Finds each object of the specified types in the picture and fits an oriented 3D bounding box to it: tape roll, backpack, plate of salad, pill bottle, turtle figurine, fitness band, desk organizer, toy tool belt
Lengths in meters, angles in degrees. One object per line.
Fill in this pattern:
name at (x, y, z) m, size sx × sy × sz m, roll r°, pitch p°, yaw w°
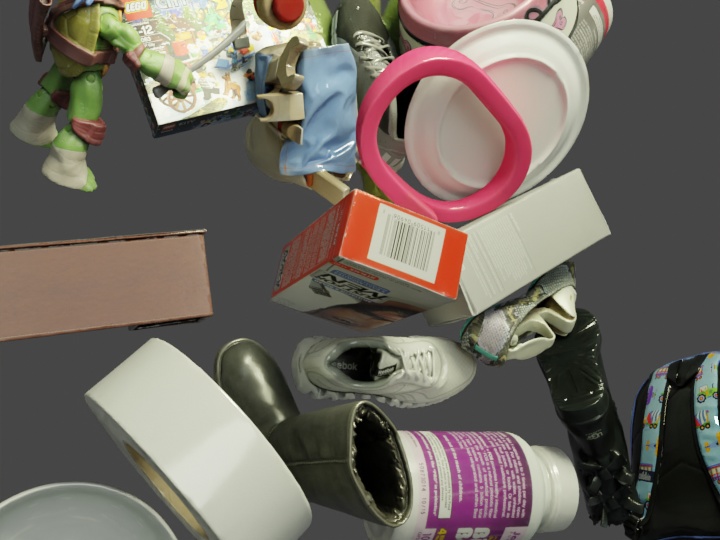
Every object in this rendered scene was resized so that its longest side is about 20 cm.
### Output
tape roll at (-0.130, 0.154, 0.642) m, size 0.071 × 0.202 × 0.203 m, roll -41°, pitch 95°, yaw -25°
backpack at (0.384, 0.200, 0.864) m, size 0.133 × 0.182 × 0.203 m, roll 23°, pitch 59°, yaw -25°
plate of salad at (0.135, -0.156, 0.802) m, size 0.197 × 0.202 × 0.048 m, roll 4°, pitch 36°, yaw -21°
pill bottle at (0.197, -0.241, 0.907) m, size 0.110 × 0.111 × 0.201 m, roll 40°, pitch 67°, yaw -10°
turtle figurine at (-0.210, -0.177, 0.699) m, size 0.143 × 0.200 × 0.195 m, roll 33°, pitch 111°, yaw -5°
fitness band at (0.080, -0.120, 0.759) m, size 0.143 × 0.038 × 0.199 m, roll -43°, pitch 129°, yaw 12°
desk organizer at (-0.234, 0.016, 0.700) m, size 0.197 × 0.072 × 0.078 m, roll -6°, pitch 84°, yaw -23°
toy tool belt at (-0.047, -0.166, 0.747) m, size 0.123 × 0.123 × 0.203 m, roll -18°, pitch 120°, yaw -25°
pill bottle at (0.107, 0.213, 0.775) m, size 0.197 × 0.112 × 0.114 m, roll 5°, pitch 77°, yaw -21°

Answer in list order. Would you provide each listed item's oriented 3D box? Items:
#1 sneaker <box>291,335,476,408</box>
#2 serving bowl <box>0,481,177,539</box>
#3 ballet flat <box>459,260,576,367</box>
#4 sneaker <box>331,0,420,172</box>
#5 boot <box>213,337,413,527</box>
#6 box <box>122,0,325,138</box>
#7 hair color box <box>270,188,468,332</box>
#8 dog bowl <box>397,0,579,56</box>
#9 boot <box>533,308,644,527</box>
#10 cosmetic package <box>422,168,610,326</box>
sneaker at (0.035, 0.097, 0.788) m, size 0.197 × 0.081 × 0.076 m, roll 1°, pitch 76°, yaw -23°
serving bowl at (-0.240, 0.273, 0.645) m, size 0.197 × 0.066 × 0.203 m, roll 5°, pitch 77°, yaw -21°
ballet flat at (0.188, 0.051, 0.848) m, size 0.199 × 0.072 × 0.073 m, roll -26°, pitch 90°, yaw -38°
sneaker at (0.030, -0.211, 0.830) m, size 0.074 × 0.115 × 0.203 m, roll -10°, pitch 83°, yaw -23°
boot at (-0.048, 0.130, 0.680) m, size 0.072 × 0.200 × 0.183 m, roll -29°, pitch 91°, yaw -25°
box at (-0.135, -0.226, 0.808) m, size 0.198 × 0.038 × 0.138 m, roll -20°, pitch 87°, yaw -25°
hair color box at (0.000, 0.000, 0.727) m, size 0.110 × 0.200 × 0.065 m, roll 20°, pitch 73°, yaw -17°
dog bowl at (0.127, -0.288, 0.846) m, size 0.197 × 0.074 × 0.203 m, roll -10°, pitch 56°, yaw 14°
boot at (0.246, 0.156, 0.854) m, size 0.072 × 0.199 × 0.164 m, roll -17°, pitch 116°, yaw 15°
cosmetic package at (0.154, -0.024, 0.848) m, size 0.198 × 0.107 × 0.091 m, roll -24°, pitch 89°, yaw -23°
